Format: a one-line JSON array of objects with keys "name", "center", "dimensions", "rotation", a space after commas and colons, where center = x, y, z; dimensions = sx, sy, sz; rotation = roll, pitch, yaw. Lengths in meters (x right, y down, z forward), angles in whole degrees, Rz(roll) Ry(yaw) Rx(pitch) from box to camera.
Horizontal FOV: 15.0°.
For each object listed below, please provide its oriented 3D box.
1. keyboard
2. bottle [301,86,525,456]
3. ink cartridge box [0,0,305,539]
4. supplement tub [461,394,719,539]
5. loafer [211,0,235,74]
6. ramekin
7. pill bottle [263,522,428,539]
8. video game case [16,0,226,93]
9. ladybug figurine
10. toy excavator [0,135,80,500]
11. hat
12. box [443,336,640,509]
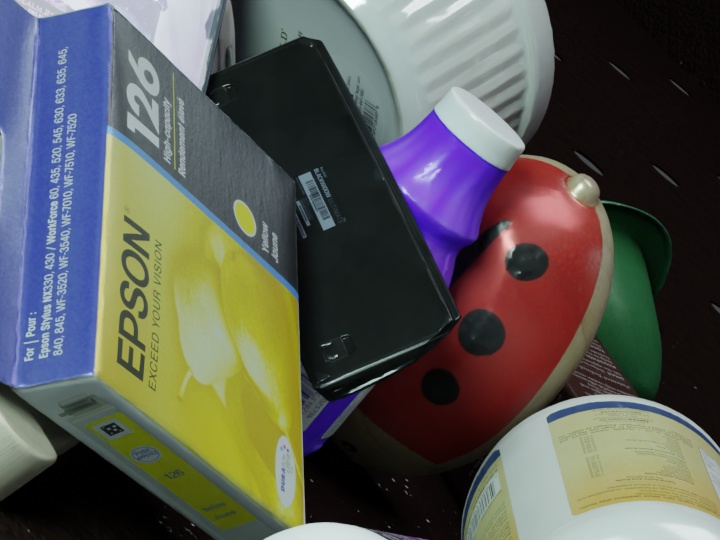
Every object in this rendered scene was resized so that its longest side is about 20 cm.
[{"name": "keyboard", "center": [-0.042, -0.019, 1.300], "dimensions": [0.021, 0.127, 0.200], "rotation": [73, -7, -54]}, {"name": "bottle", "center": [0.000, 0.000, 1.343], "dimensions": [0.083, 0.200, 0.065], "rotation": [42, 14, 12]}, {"name": "ink cartridge box", "center": [-0.094, -0.009, 1.149], "dimensions": [0.200, 0.047, 0.198], "rotation": [44, 34, -44]}, {"name": "supplement tub", "center": [0.124, 0.157, 1.293], "dimensions": [0.144, 0.145, 0.200], "rotation": [36, 15, -13]}, {"name": "loafer", "center": [-0.088, -0.074, 1.457], "dimensions": [0.070, 0.070, 0.200], "rotation": [54, -17, 25]}, {"name": "ramekin", "center": [-0.005, -0.121, 1.472], "dimensions": [0.200, 0.200, 0.105], "rotation": [43, 51, 14]}, {"name": "pill bottle", "center": [0.010, 0.158, 1.060], "dimensions": [0.113, 0.113, 0.200], "rotation": [48, 16, 31]}, {"name": "video game case", "center": [-0.130, -0.148, 1.332], "dimensions": [0.142, 0.019, 0.201], "rotation": [28, 49, -22]}, {"name": "ladybug figurine", "center": [0.044, 0.020, 1.398], "dimensions": [0.136, 0.200, 0.072], "rotation": [50, 19, 24]}, {"name": "toy excavator", "center": [-0.132, 0.021, 1.183], "dimensions": [0.194, 0.100, 0.201], "rotation": [29, 31, -54]}, {"name": "hat", "center": [0.144, 0.078, 1.621], "dimensions": [0.199, 0.166, 0.177], "rotation": [5, 47, -33]}, {"name": "box", "center": [0.104, 0.096, 1.511], "dimensions": [0.075, 0.100, 0.200], "rotation": [23, 20, -28]}]
